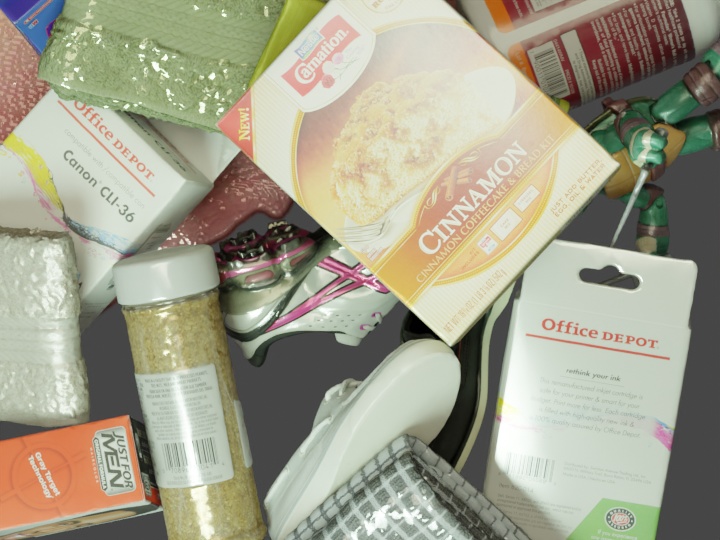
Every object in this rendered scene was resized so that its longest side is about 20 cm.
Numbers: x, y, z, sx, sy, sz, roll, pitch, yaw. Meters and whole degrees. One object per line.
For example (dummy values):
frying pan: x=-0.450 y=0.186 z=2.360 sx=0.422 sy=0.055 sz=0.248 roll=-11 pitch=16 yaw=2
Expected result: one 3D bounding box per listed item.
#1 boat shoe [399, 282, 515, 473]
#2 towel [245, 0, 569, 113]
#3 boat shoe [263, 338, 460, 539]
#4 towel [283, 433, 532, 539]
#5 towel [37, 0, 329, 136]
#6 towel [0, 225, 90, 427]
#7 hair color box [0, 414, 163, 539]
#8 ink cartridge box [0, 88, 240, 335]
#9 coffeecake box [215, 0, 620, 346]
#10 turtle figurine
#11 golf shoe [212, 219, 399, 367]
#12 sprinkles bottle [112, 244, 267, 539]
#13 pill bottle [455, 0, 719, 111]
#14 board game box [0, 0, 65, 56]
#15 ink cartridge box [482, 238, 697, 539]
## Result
boat shoe: x=0.053 y=0.047 z=1.587 sx=0.063 sy=0.074 sz=0.201 roll=6 pitch=106 yaw=-25
towel: x=0.031 y=-0.109 z=1.574 sx=0.200 sy=0.018 sz=0.086 roll=22 pitch=111 yaw=-10
boat shoe: x=-0.004 y=0.109 z=1.570 sx=0.072 sy=0.200 sz=0.069 roll=0 pitch=43 yaw=-35
towel: x=0.040 y=0.226 z=1.530 sx=0.166 sy=0.086 sz=0.200 roll=-44 pitch=101 yaw=11
towel: x=-0.099 y=-0.161 z=1.578 sx=0.200 sy=0.036 sz=0.148 roll=14 pitch=100 yaw=-17
towel: x=-0.269 y=0.030 z=1.605 sx=0.200 sy=0.034 sz=0.133 roll=5 pitch=108 yaw=28
hair color box: x=-0.236 y=0.147 z=1.601 sx=0.200 sy=0.102 sz=0.061 roll=-13 pitch=80 yaw=3
ink cartridge box: x=-0.184 y=-0.055 z=1.628 sx=0.116 sy=0.067 sz=0.200 roll=44 pitch=99 yaw=10
coffeecake box: x=0.037 y=-0.077 z=1.500 sx=0.200 sy=0.073 sz=0.154 roll=43 pitch=94 yaw=4
turtle figurine: x=0.190 y=-0.074 z=1.592 sx=0.200 sy=0.150 sz=0.101 roll=-36 pitch=65 yaw=-3
golf shoe: x=0.000 y=0.000 z=1.633 sx=0.200 sy=0.073 sz=0.092 roll=-17 pitch=108 yaw=-1
sprinkles bottle: x=-0.112 y=0.086 z=1.589 sx=0.068 sy=0.068 sz=0.200 roll=-10 pitch=97 yaw=3
pill bottle: x=0.172 y=-0.179 z=1.622 sx=0.200 sy=0.110 sz=0.110 roll=-22 pitch=79 yaw=0
board game box: x=-0.152 y=-0.222 z=1.639 sx=0.200 sy=0.134 sz=0.045 roll=-42 pitch=72 yaw=-4
ink cartridge box: x=0.149 y=0.077 z=1.573 sx=0.117 sy=0.067 sz=0.200 roll=10 pitch=101 yaw=6
